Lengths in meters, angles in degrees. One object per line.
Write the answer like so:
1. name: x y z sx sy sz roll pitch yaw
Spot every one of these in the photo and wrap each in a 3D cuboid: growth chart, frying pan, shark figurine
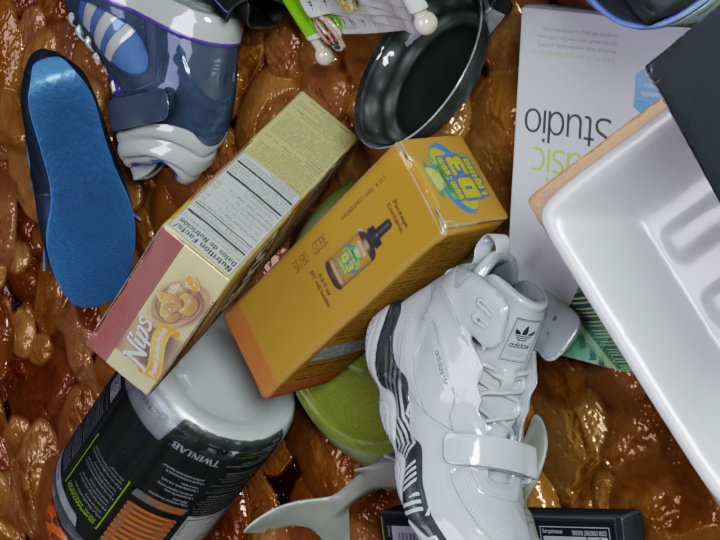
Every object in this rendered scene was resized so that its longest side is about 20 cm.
1. growth chart: -0.024 -0.187 1.040 0.145 0.018 0.200 55 164 -15
2. frying pan: 0.060 -0.152 1.075 0.191 0.031 0.115 -54 30 10
3. shark figurine: 0.028 0.133 1.095 0.213 0.089 0.129 5 75 46

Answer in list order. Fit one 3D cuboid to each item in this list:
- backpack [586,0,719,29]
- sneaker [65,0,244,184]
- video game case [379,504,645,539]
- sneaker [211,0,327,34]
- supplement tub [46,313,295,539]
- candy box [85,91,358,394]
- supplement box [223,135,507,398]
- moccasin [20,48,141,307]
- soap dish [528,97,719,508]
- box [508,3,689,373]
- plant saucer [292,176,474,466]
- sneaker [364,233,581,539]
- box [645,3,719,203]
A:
1. backpack: 0.168 -0.224 0.881 0.183 0.146 0.201 -47 60 37
2. sneaker: -0.168 -0.142 1.281 0.199 0.080 0.148 30 114 36
3. video game case: 0.100 0.238 1.106 0.199 0.025 0.183 -6 91 45
4. sneaker: -0.091 -0.206 1.201 0.199 0.070 0.079 16 101 42
5. supplement tub: -0.141 0.131 1.265 0.123 0.122 0.200 57 130 23
6. candy box: -0.084 -0.021 1.130 0.055 0.200 0.116 37 127 0
7. supplement box: 0.000 0.000 1.101 0.200 0.068 0.067 -44 66 41
8. moccasin: -0.208 -0.072 1.331 0.068 0.080 0.202 -126 30 -57
9. soap dish: 0.200 0.003 0.898 0.157 0.081 0.201 -38 78 30
10. box: 0.148 -0.044 1.007 0.144 0.036 0.202 13 107 44
11. plant saucer: 0.009 0.039 1.165 0.199 0.031 0.202 9 102 45
12. sneaker: 0.072 0.077 1.004 0.115 0.075 0.201 -46 47 34
13. box: 0.239 -0.057 0.796 0.079 0.199 0.142 -43 67 40
